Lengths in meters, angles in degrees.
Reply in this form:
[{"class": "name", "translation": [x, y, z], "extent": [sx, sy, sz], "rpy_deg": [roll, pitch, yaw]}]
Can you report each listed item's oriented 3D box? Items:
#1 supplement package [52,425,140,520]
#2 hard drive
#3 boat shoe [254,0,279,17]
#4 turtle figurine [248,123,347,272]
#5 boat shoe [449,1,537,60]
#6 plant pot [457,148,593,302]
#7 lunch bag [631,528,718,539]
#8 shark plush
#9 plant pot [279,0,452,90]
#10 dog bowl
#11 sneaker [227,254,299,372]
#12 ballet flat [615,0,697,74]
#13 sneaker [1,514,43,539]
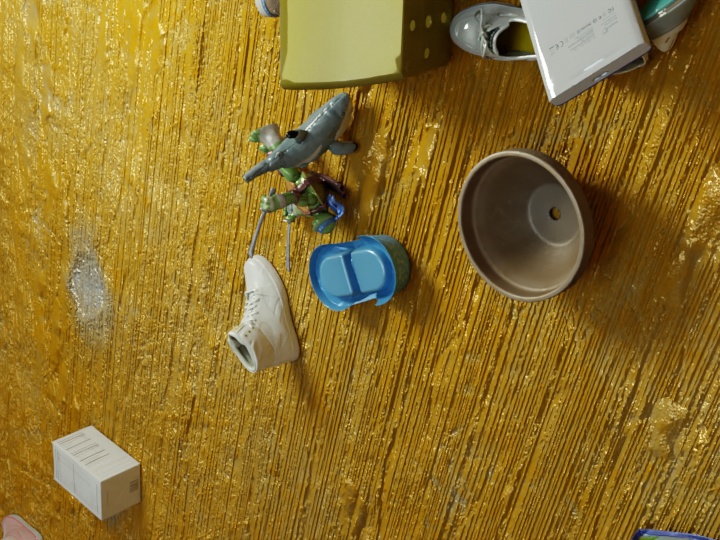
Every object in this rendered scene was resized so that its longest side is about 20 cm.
[{"class": "supplement package", "translation": [-0.611, 0.465, 2.466], "extent": [0.200, 0.109, 0.114], "rpy_deg": [27, 123, 37]}, {"class": "hard drive", "translation": [0.257, -0.311, 1.257], "extent": [0.132, 0.025, 0.201], "rpy_deg": [-30, 58, 36]}, {"class": "boat shoe", "translation": [-0.129, -0.492, 1.641], "extent": [0.072, 0.072, 0.201], "rpy_deg": [11, 122, 38]}, {"class": "turtle figurine", "translation": [-0.135, -0.121, 1.721], "extent": [0.200, 0.144, 0.195], "rpy_deg": [-37, 70, 36]}, {"class": "boat shoe", "translation": [0.180, -0.299, 1.369], "extent": [0.201, 0.086, 0.075], "rpy_deg": [21, 119, 39]}, {"class": "plant pot", "translation": [0.232, -0.067, 1.399], "extent": [0.200, 0.092, 0.202], "rpy_deg": [19, 118, 40]}, {"class": "lunch bag", "translation": [0.438, 0.437, 1.359], "extent": [0.199, 0.127, 0.171], "rpy_deg": [-2, 101, 33]}, {"class": "shark plush", "translation": [-0.099, -0.206, 1.638], "extent": [0.083, 0.199, 0.091], "rpy_deg": [72, 175, -73]}, {"class": "plant pot", "translation": [0.018, -0.349, 1.454], "extent": [0.176, 0.200, 0.201], "rpy_deg": [15, 116, 30]}, {"class": "dog bowl", "translation": [0.000, 0.000, 1.699], "extent": [0.200, 0.049, 0.112], "rpy_deg": [-11, 97, 47]}, {"class": "sneaker", "translation": [-0.187, 0.078, 1.875], "extent": [0.074, 0.115, 0.201], "rpy_deg": [-21, 88, 50]}, {"class": "ballet flat", "translation": [0.332, -0.277, 1.250], "extent": [0.064, 0.067, 0.200], "rpy_deg": [46, 141, -16]}, {"class": "sneaker", "translation": [-0.970, 0.742, 2.952], "extent": [0.200, 0.104, 0.076], "rpy_deg": [12, 115, 44]}]
